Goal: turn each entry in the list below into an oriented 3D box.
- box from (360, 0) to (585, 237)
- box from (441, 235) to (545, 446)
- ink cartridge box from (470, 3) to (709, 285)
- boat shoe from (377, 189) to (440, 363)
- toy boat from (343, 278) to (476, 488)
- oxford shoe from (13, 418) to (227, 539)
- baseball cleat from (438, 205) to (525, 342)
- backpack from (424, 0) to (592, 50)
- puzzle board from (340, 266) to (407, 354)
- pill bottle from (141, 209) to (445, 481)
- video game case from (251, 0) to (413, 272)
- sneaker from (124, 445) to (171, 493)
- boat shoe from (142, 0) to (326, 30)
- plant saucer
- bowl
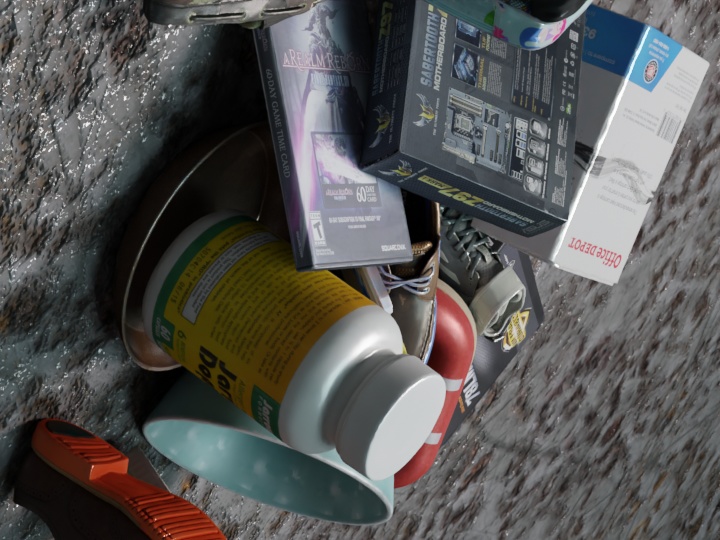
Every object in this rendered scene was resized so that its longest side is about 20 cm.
[{"bbox_3d":[0.084,-0.142,1.559,0.157,0.051,0.201,20,64,-32],"label":"box"},{"bbox_3d":[0.087,0.065,2.021,0.199,0.050,0.200,-52,155,-17],"label":"box"},{"bbox_3d":[0.186,-0.102,1.753,0.145,0.083,0.201,15,98,-61],"label":"ink cartridge box"},{"bbox_3d":[0.027,-0.010,1.700,0.072,0.072,0.201,173,-84,-83],"label":"boat shoe"},{"bbox_3d":[0.012,0.097,1.787,0.131,0.130,0.201,-54,164,-66],"label":"toy boat"},{"bbox_3d":[-0.158,0.183,1.494,0.071,0.200,0.073,8,114,-59],"label":"oxford shoe"},{"bbox_3d":[0.091,-0.027,1.795,0.070,0.106,0.201,-38,136,-21],"label":"baseball cleat"},{"bbox_3d":[0.095,-0.258,1.464,0.178,0.199,0.151,-47,158,-36],"label":"backpack"},{"bbox_3d":[0.000,0.000,1.609,0.017,0.201,0.151,-21,149,-5],"label":"puzzle board"},{"bbox_3d":[-0.043,0.053,1.476,0.113,0.200,0.113,-41,151,-28],"label":"pill bottle"},{"bbox_3d":[-0.021,-0.101,1.496,0.143,0.019,0.201,-5,84,-61],"label":"video game case"},{"bbox_3d":[-0.150,0.210,1.560,0.080,0.200,0.072,-33,129,-6],"label":"sneaker"},{"bbox_3d":[-0.068,-0.188,1.395,0.200,0.072,0.066,-11,134,-53],"label":"boat shoe"},{"bbox_3d":[-0.111,-0.023,1.545,0.200,0.034,0.201,-45,154,-29],"label":"plant saucer"},{"bbox_3d":[-0.056,0.107,1.652,0.201,0.200,0.106,62,43,-63],"label":"bowl"}]
